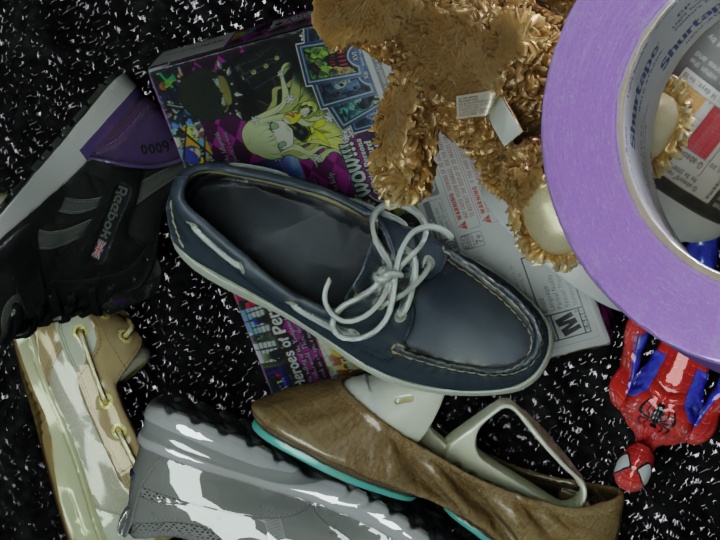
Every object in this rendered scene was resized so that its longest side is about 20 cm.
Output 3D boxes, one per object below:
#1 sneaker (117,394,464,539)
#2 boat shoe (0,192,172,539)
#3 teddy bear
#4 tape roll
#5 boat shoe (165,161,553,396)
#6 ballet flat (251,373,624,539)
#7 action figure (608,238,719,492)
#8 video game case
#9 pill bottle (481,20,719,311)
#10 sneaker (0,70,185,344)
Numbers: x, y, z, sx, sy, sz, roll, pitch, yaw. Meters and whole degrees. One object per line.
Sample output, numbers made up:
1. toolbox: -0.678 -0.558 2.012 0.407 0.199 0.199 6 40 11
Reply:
1. sneaker: -0.029 0.135 1.480 0.199 0.075 0.082 25 98 -3
2. boat shoe: -0.140 0.052 1.516 0.066 0.074 0.201 -16 90 -3
3. teddy bear: 0.066 -0.084 1.306 0.199 0.067 0.146 24 97 38
4. tape roll: 0.176 -0.055 1.178 0.199 0.066 0.202 -2 82 17
5. boat shoe: 0.000 0.000 1.404 0.199 0.062 0.075 29 79 5
6. ballet flat: 0.046 0.089 1.450 0.199 0.068 0.073 28 105 -9
7. action figure: 0.167 0.019 1.431 0.065 0.052 0.201 23 108 5
8. video game case: 0.012 -0.036 1.449 0.180 0.036 0.201 -15 108 18
9. pill bottle: 0.151 -0.087 1.345 0.116 0.116 0.200 39 105 5
10. sneaker: -0.145 -0.004 1.452 0.087 0.076 0.200 39 66 -3
